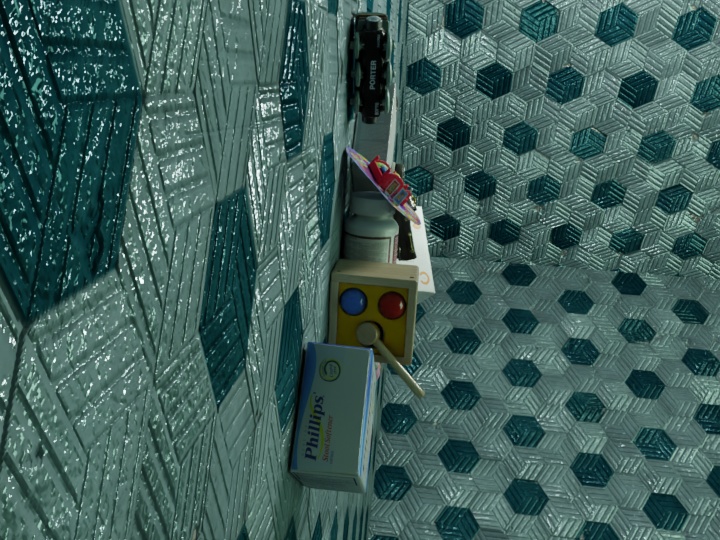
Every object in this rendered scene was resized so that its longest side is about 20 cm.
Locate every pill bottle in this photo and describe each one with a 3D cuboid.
[{"bbox_3d":[0.019,-0.046,1.537,0.110,0.107,0.204,-67,161,-75],"label":"pill bottle"}]

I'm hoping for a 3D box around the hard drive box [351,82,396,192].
[{"bbox_3d":[0.031,-0.269,1.669,0.157,0.075,0.204,85,11,-65],"label":"hard drive box"}]

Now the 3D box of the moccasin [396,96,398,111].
[{"bbox_3d":[0.050,-0.340,1.863,0.078,0.072,0.205,104,-9,-61],"label":"moccasin"}]

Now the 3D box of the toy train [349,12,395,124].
[{"bbox_3d":[0.020,-0.378,1.460,0.115,0.083,0.203,-95,-175,-54],"label":"toy train"}]

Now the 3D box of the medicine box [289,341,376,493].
[{"bbox_3d":[-0.035,0.227,1.188,0.201,0.101,0.186,84,12,-69],"label":"medicine box"}]

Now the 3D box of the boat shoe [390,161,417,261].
[{"bbox_3d":[0.086,-0.121,1.615,0.072,0.059,0.206,65,25,-82],"label":"boat shoe"}]

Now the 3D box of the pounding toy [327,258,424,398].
[{"bbox_3d":[0.035,0.102,1.422,0.142,0.180,0.204,-67,161,-74],"label":"pounding toy"}]

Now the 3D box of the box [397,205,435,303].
[{"bbox_3d":[0.072,-0.033,1.696,0.097,0.122,0.204,-36,-125,52],"label":"box"}]

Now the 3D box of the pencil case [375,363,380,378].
[{"bbox_3d":[0.001,0.182,1.714,0.201,0.085,0.089,84,12,-61],"label":"pencil case"}]

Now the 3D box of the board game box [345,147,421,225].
[{"bbox_3d":[0.057,-0.171,1.473,0.039,0.201,0.158,-43,162,14],"label":"board game box"}]
